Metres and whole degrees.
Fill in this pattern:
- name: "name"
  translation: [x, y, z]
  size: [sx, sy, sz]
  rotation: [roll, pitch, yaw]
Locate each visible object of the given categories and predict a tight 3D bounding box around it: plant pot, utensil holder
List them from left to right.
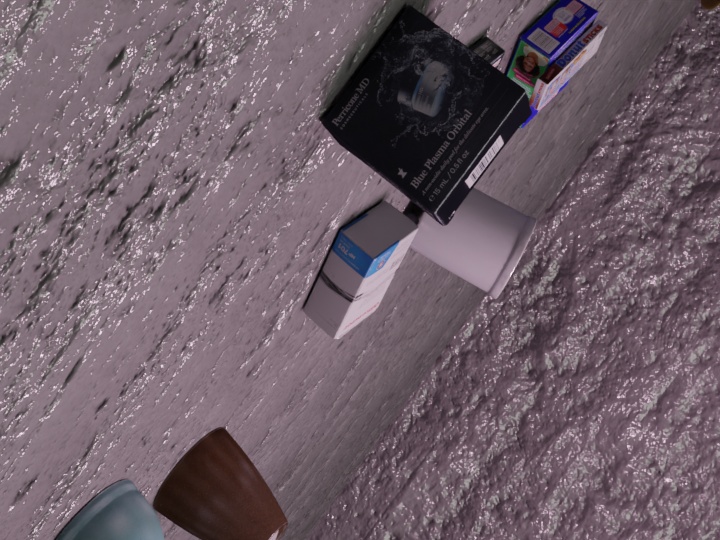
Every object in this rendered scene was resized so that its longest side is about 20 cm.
- name: "plant pot"
  translation: [-0.377, 0.446, 1.769]
  size: [0.201, 0.134, 0.201]
  rotation: [-47, 166, -16]
- name: "plant pot"
  translation: [-0.231, 0.418, 2.034]
  size: [0.187, 0.199, 0.187]
  rotation: [-47, 166, -16]
- name: "utensil holder"
  translation: [0.212, -0.069, 2.189]
  size: [0.172, 0.198, 0.170]
  rotation: [-61, 178, -4]

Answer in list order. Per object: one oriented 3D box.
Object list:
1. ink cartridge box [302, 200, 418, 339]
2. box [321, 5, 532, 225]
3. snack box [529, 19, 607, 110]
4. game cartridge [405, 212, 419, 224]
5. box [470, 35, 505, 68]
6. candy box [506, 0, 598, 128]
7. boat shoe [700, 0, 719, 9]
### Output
- name: "ink cartridge box"
  translation: [0.000, 0.000, 1.977]
  size: [0.146, 0.086, 0.201]
  rotation: [-35, 160, -48]
- name: "box"
  translation: [0.089, -0.202, 1.519]
  size: [0.198, 0.199, 0.117]
  rotation: [-52, 167, 3]
- name: "snack box"
  translation: [0.376, -0.373, 2.077]
  size: [0.200, 0.024, 0.072]
  rotation: [-45, 164, -28]
- name: "game cartridge"
  translation: [0.031, -0.010, 2.167]
  size: [0.129, 0.038, 0.201]
  rotation: [-27, 151, -52]
- name: "box"
  translation: [0.142, -0.267, 1.851]
  size: [0.200, 0.046, 0.160]
  rotation: [-42, 163, -37]
- name: "candy box"
  translation: [0.343, -0.389, 2.139]
  size: [0.169, 0.077, 0.201]
  rotation: [-44, 163, -30]
- name: "boat shoe"
  translation: [1.069, -0.851, 3.346]
  size: [0.201, 0.073, 0.065]
  rotation: [-58, 160, 22]
